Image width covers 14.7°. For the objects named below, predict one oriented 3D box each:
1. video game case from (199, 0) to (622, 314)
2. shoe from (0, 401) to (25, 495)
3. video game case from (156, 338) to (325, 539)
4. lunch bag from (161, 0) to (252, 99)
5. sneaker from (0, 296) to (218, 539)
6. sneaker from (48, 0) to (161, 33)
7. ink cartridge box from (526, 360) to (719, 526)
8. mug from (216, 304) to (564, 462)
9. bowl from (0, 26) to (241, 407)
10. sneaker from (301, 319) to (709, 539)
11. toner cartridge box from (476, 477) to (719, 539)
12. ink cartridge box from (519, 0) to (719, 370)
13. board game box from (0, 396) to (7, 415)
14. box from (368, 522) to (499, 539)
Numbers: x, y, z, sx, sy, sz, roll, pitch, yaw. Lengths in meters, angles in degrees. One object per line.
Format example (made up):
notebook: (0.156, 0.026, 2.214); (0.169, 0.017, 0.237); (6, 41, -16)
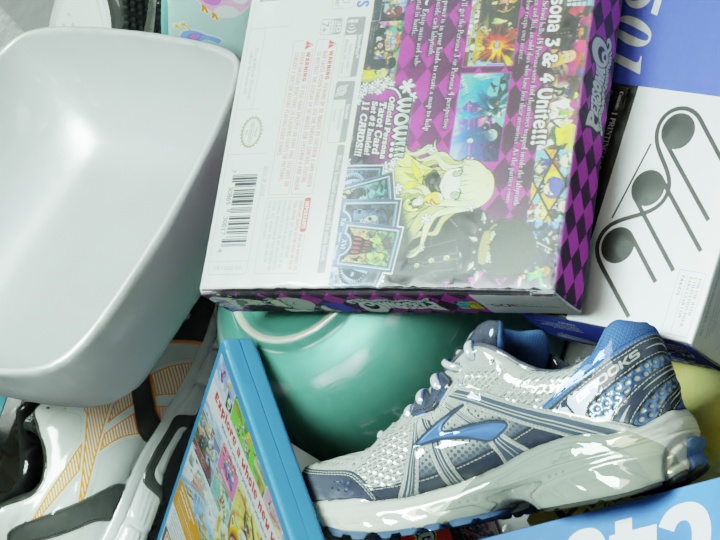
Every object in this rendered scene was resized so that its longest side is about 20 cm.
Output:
video game case: (0.026, -0.079, 1.260); (0.180, 0.036, 0.201); (-1, 71, 29)
shoe: (-0.155, 0.055, 1.496); (0.070, 0.053, 0.201); (16, 77, 45)
video game case: (-0.063, 0.152, 1.303); (0.144, 0.018, 0.201); (-111, 30, -42)
lunch bag: (-0.041, -0.175, 1.447); (0.077, 0.161, 0.201); (14, 52, 10)
sneaker: (-0.124, 0.063, 1.422); (0.074, 0.080, 0.201); (-22, 43, 67)
sneaker: (-0.139, -0.107, 1.578); (0.080, 0.073, 0.201); (-37, 40, 39)
ink cartridge box: (0.166, 0.066, 1.216); (0.198, 0.047, 0.200); (-51, 46, 6)
mug: (-0.003, 0.011, 1.344); (0.152, 0.114, 0.185); (-55, 44, 1)
bowl: (-0.141, -0.018, 1.376); (0.199, 0.075, 0.201); (10, 61, 44)
sneaker: (0.057, 0.066, 1.215); (0.199, 0.077, 0.086); (-14, 83, 31)
toner cartridge box: (0.130, 0.141, 1.143); (0.199, 0.043, 0.095); (-19, 57, 32)
ink cartridge box: (0.145, -0.062, 1.232); (0.094, 0.044, 0.201); (11, 78, 38)
board game box: (-0.244, 0.153, 1.465); (0.151, 0.047, 0.201); (138, 151, -71)
box: (0.024, 0.214, 1.254); (0.137, 0.040, 0.201); (-37, 47, 21)
